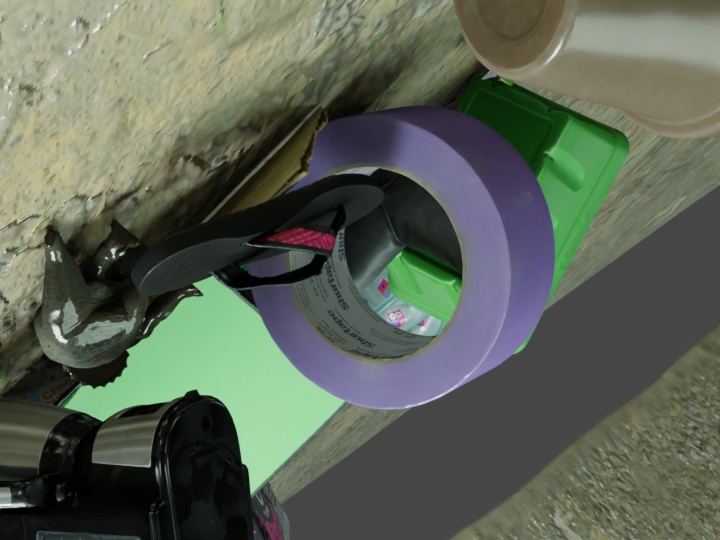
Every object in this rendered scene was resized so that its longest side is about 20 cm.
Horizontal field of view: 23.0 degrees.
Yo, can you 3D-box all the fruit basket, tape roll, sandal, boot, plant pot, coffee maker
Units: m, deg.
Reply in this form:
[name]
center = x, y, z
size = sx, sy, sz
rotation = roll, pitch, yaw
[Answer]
[fruit basket]
center = 0.114, -0.045, 1.435
size = 0.216, 0.155, 0.216
rotation = -41, 147, -36
[tape roll]
center = 0.027, -0.011, 1.219
size = 0.200, 0.200, 0.085
rotation = -43, 169, 26
[sandal]
center = -0.056, -0.011, 1.089
size = 0.200, 0.045, 0.075
rotation = -22, 160, -46
[boot]
center = 0.002, 0.002, 1.319
size = 0.200, 0.182, 0.073
rotation = -40, 138, 8
[plant pot]
center = 0.154, -0.176, 1.046
size = 0.174, 0.201, 0.200
rotation = -6, 153, -35
[coffee maker]
center = -0.174, 0.172, 1.158
size = 0.199, 0.193, 0.135
rotation = 0, -149, 27

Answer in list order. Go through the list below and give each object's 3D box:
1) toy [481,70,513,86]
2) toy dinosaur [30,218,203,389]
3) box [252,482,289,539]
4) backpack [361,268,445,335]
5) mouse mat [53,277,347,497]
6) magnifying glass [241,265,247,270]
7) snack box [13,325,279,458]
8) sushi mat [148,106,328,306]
[toy]
center = 0.171, -0.209, 1.274
size = 0.200, 0.047, 0.115
rotation = -38, 174, 20
[toy dinosaur]
center = -0.160, 0.026, 1.089
size = 0.102, 0.077, 0.200
rotation = -51, 175, -3
[box]
center = -0.137, 0.219, 1.488
size = 0.132, 0.115, 0.200
rotation = -25, -172, 1
[backpack]
center = 0.039, 0.019, 1.612
size = 0.200, 0.127, 0.167
rotation = -41, 173, 36
[mouse mat]
center = -0.113, 0.098, 1.298
size = 0.161, 0.008, 0.200
rotation = -44, 132, 2
[magnifying glass]
center = -0.120, 0.015, 1.332
size = 0.079, 0.022, 0.200
rotation = -26, 167, -39
[snack box]
center = -0.165, 0.116, 1.309
size = 0.199, 0.037, 0.117
rotation = -23, 128, -16
[sushi mat]
center = -0.092, -0.025, 1.167
size = 0.200, 0.012, 0.096
rotation = -43, -166, 27
